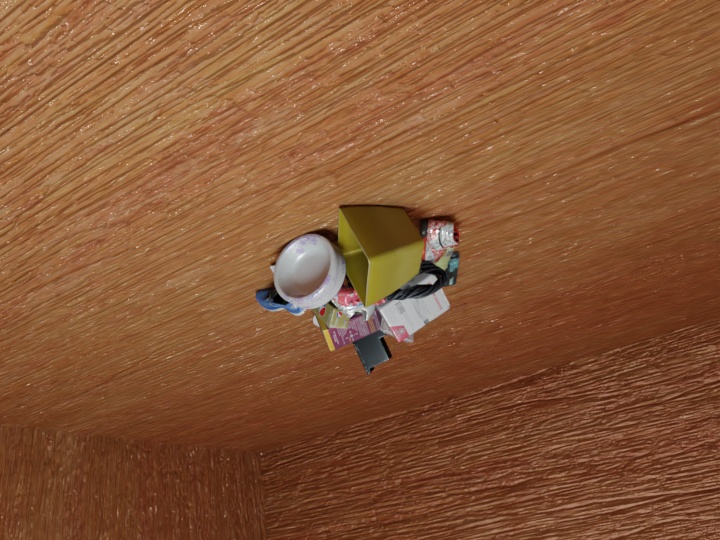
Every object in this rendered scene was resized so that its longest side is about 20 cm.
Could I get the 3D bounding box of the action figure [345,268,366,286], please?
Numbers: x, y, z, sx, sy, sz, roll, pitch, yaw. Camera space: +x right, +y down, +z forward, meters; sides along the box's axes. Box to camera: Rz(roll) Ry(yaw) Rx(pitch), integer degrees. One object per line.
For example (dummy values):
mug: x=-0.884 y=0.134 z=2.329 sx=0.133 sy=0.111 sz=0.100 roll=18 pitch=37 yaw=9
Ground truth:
action figure: x=0.000 y=0.000 z=1.662 sx=0.119 sy=0.102 sz=0.200 roll=-31 pitch=174 yaw=-14

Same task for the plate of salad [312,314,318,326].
plate of salad: x=-0.077 y=0.143 z=1.994 sx=0.199 sy=0.048 sz=0.200 roll=-18 pitch=151 yaw=-10

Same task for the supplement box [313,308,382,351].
supplement box: x=-0.041 y=0.160 z=1.875 sx=0.199 sy=0.131 sz=0.103 roll=-22 pitch=128 yaw=-6

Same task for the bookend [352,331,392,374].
bookend: x=0.077 y=0.239 z=2.022 sx=0.199 sy=0.199 sz=0.092 roll=-27 pitch=174 yaw=11

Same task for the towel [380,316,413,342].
towel: x=0.125 y=0.135 z=1.898 sx=0.032 sy=0.192 sz=0.200 roll=-10 pitch=157 yaw=31

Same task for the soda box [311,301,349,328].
soda box: x=-0.104 y=0.115 z=1.775 sx=0.067 sy=0.200 sz=0.064 roll=7 pitch=106 yaw=-31

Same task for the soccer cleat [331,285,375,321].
soccer cleat: x=-0.050 y=0.089 z=1.662 sx=0.199 sy=0.087 sz=0.070 roll=22 pitch=168 yaw=-11

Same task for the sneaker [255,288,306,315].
sneaker: x=-0.255 y=0.081 z=1.740 sx=0.199 sy=0.079 sz=0.089 roll=5 pitch=151 yaw=36

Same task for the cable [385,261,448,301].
cable: x=0.148 y=0.030 z=1.570 sx=0.199 sy=0.163 sz=0.051 roll=-7 pitch=114 yaw=7

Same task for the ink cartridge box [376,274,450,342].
ink cartridge box: x=0.159 y=0.103 z=1.746 sx=0.200 sy=0.085 sz=0.146 roll=-32 pitch=118 yaw=-4

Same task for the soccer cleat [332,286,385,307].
soccer cleat: x=0.003 y=0.067 z=1.609 sx=0.076 sy=0.067 sz=0.200 roll=17 pitch=-164 yaw=38

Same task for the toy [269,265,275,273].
toy: x=-0.159 y=-0.001 z=1.681 sx=0.199 sy=0.047 sz=0.115 roll=-7 pitch=144 yaw=9

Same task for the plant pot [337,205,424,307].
plant pot: x=0.057 y=-0.056 z=1.492 sx=0.176 sy=0.200 sz=0.200 roll=-18 pitch=144 yaw=-16

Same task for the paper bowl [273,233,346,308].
paper bowl: x=-0.132 y=0.008 z=1.544 sx=0.200 sy=0.201 sz=0.104 roll=-22 pitch=151 yaw=21

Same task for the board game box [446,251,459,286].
board game box: x=0.258 y=0.007 z=1.872 sx=0.135 sy=0.028 sz=0.200 roll=-11 pitch=152 yaw=0

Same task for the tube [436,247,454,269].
tube: x=0.243 y=-0.029 z=1.744 sx=0.052 sy=0.058 sz=0.200 roll=-39 pitch=158 yaw=-34

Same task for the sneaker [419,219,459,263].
sneaker: x=0.232 y=-0.064 z=1.623 sx=0.107 sy=0.067 sz=0.202 roll=3 pitch=138 yaw=13
